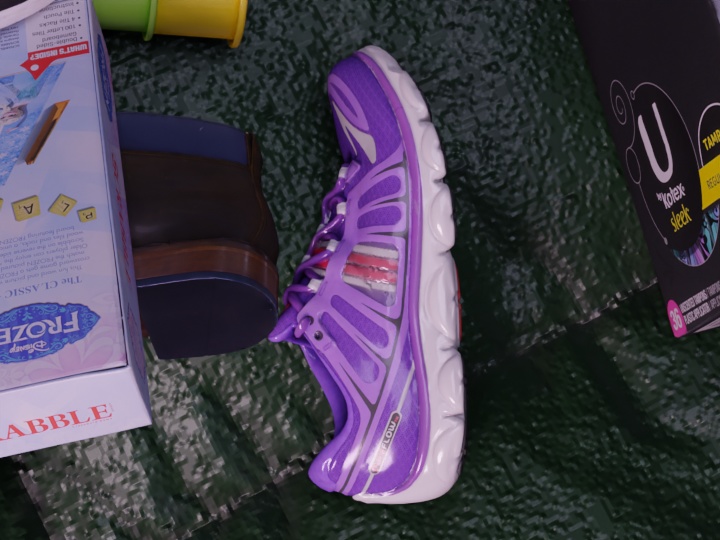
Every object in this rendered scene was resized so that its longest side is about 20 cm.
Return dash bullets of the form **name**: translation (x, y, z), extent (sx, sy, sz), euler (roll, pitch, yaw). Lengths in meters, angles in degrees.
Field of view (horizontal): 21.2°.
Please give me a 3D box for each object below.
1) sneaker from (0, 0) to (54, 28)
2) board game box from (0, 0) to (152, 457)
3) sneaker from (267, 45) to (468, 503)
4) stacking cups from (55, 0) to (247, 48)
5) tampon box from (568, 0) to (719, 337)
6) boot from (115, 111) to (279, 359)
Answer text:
- **sneaker**: translation (-0.119, -0.182, 0.777), extent (0.073, 0.112, 0.200), euler (44, 65, 14)
- **board game box**: translation (-0.190, -0.008, 0.756), extent (0.199, 0.041, 0.200), euler (-12, 51, 1)
- **sneaker**: translation (0.000, 0.000, 0.832), extent (0.083, 0.081, 0.201), euler (-3, 79, -4)
- **stacking cups**: translation (-0.150, -0.135, 0.843), extent (0.199, 0.061, 0.061), euler (3, 77, -10)
- **tampon box**: translation (0.186, -0.093, 0.844), extent (0.126, 0.150, 0.201), euler (-15, 80, -13)
- **boot**: translation (-0.132, -0.015, 0.831), extent (0.199, 0.075, 0.097), euler (1, 51, 2)
